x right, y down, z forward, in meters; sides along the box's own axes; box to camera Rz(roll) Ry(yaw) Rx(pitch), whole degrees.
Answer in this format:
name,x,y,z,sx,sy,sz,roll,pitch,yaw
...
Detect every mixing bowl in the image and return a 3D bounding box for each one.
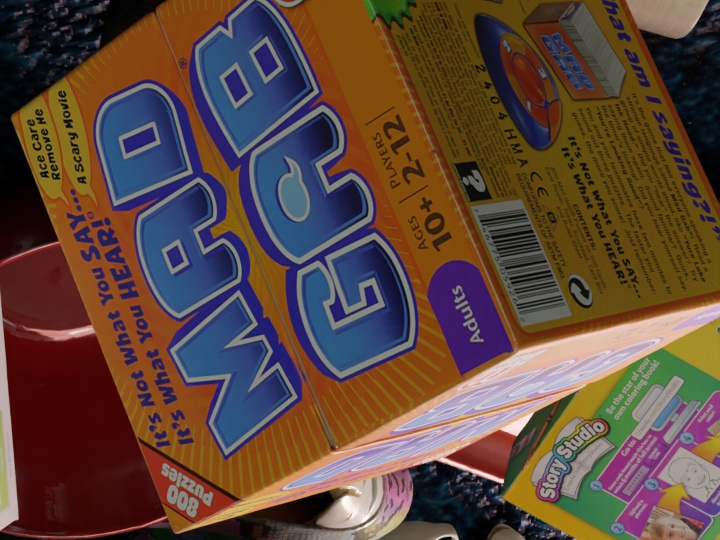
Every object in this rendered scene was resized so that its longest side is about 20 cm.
name,x,y,z,sx,sy,sz,roll,pitch,yaw
mixing bowl,-0.138,0.027,1.167,0.199,0.109,0.201,-8,132,-10

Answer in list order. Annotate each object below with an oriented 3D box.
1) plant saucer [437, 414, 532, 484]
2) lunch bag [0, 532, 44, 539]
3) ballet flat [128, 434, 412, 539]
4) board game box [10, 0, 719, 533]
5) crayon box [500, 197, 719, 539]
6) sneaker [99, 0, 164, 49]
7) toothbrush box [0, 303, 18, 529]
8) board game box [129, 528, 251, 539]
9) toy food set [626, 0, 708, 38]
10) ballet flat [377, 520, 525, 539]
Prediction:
name,x,y,z,sx,sy,sz,roll,pitch,yaw
plant saucer,0.118,0.035,1.297,0.199,0.037,0.200,23,119,-41
lunch bag,-0.285,0.173,1.243,0.170,0.124,0.200,-44,145,19
ballet flat,-0.047,0.114,1.288,0.199,0.069,0.071,8,156,-27
board game box,0.011,-0.028,1.024,0.200,0.201,0.200,-31,167,36
crayon box,0.174,0.068,1.247,0.119,0.058,0.200,29,122,-5
sneaker,-0.075,-0.169,1.044,0.098,0.071,0.201,23,124,-25
toothbrush box,-0.265,0.048,1.062,0.199,0.086,0.146,6,110,26
board game box,-0.096,0.232,1.366,0.153,0.040,0.200,34,116,-9
toy food set,0.118,-0.209,1.090,0.143,0.061,0.200,14,124,-14
ballet flat,0.062,0.183,1.399,0.199,0.074,0.074,3,129,-23
